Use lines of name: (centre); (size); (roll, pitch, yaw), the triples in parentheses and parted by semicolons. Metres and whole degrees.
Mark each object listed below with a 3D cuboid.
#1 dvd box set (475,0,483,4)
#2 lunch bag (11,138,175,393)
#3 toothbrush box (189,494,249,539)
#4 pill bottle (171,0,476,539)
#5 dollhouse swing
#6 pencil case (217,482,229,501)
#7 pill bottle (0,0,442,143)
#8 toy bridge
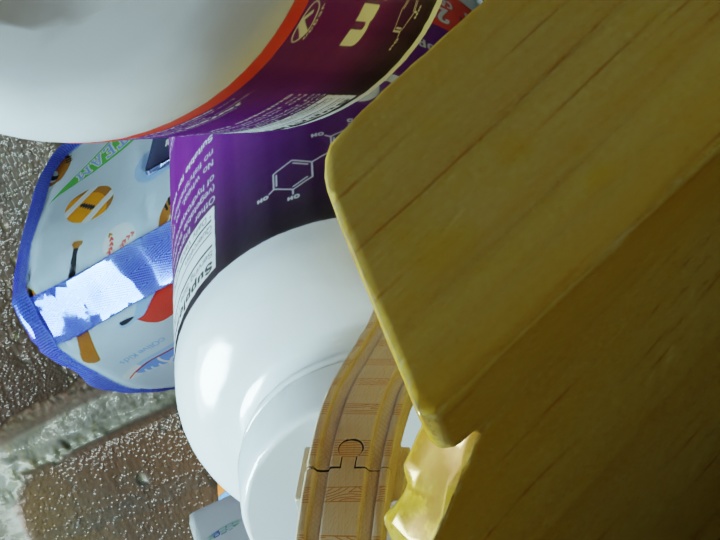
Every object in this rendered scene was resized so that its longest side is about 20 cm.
dvd box set: (0.065, -0.080, 0.957); (0.200, 0.029, 0.147); (77, 168, -80)
lunch bag: (-0.024, -0.032, 1.077); (0.124, 0.170, 0.200); (63, -156, 1)
toothbrush box: (0.055, 0.093, 0.901); (0.146, 0.200, 0.085); (-123, 8, -72)
pill bottle: (0.000, 0.000, 0.847); (0.200, 0.112, 0.113); (-97, -13, -51)
dollhouse swing: (0.037, -0.015, 0.682); (0.176, 0.182, 0.200); (40, 165, 32)
pencil case: (0.016, 0.052, 1.058); (0.200, 0.088, 0.089); (-40, 72, 52)
pill bottle: (-0.041, -0.088, 0.677); (0.113, 0.112, 0.200); (65, -165, 3)
toy bridge: (0.004, 0.064, 0.662); (0.067, 0.027, 0.200); (75, -161, -47)
